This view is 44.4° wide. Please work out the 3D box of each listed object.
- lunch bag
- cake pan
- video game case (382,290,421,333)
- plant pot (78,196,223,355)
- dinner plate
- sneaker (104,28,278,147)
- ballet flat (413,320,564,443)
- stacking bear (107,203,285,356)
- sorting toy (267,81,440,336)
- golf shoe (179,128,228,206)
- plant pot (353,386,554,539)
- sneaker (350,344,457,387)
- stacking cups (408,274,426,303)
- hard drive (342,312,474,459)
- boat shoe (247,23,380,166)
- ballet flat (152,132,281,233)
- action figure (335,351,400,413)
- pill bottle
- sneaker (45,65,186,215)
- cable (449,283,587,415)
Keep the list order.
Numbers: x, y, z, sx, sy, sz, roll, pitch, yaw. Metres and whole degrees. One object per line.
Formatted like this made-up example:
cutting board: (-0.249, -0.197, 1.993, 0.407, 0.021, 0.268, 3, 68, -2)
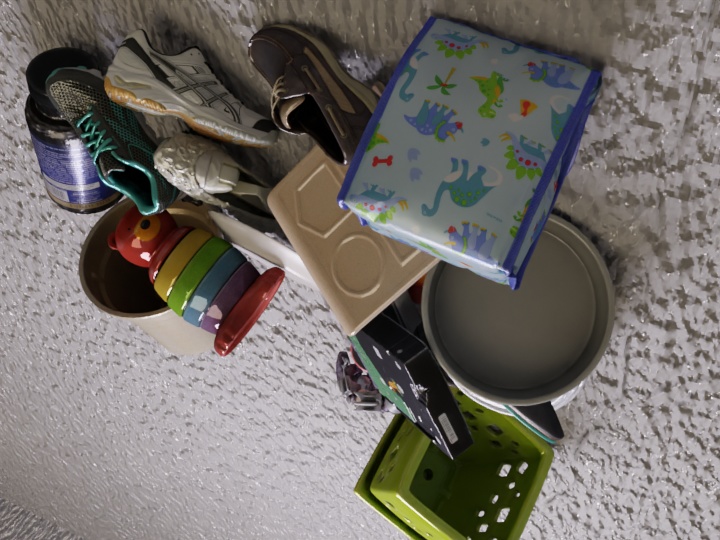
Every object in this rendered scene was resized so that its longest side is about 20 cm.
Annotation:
lunch bag: (0.099, -0.109, 0.778, 0.168, 0.202, 0.127, 22, 178, 15)
cake pan: (0.162, 0.037, 0.919, 0.199, 0.202, 0.037, 29, 180, 4)
video game case: (0.000, 0.000, 1.058, 0.181, 0.023, 0.201, 35, 158, 49)
plant pot: (-0.259, 0.020, 1.226, 0.198, 0.202, 0.184, 17, 154, 21)
dinner plate: (-0.103, -0.016, 1.082, 0.198, 0.024, 0.200, 28, 175, 2)
sneaker: (-0.175, -0.200, 0.974, 0.198, 0.089, 0.075, 20, 172, -22)
ballet flat: (0.149, 0.108, 0.969, 0.199, 0.073, 0.073, 34, 147, 12)
stacking bear: (-0.204, -0.004, 1.051, 0.199, 0.122, 0.114, 37, 168, 1)
sorting toy: (0.007, -0.061, 0.914, 0.200, 0.036, 0.186, -43, 70, 29)
golf shoe: (-0.230, -0.112, 1.120, 0.095, 0.078, 0.199, 47, 144, -21)
plant pot: (0.120, 0.285, 1.239, 0.199, 0.200, 0.181, 40, 152, -13)
sneaker: (0.090, 0.103, 1.158, 0.197, 0.075, 0.087, 8, -176, 10)
stacking cups: (0.081, -0.032, 0.976, 0.060, 0.061, 0.201, 24, 140, 11)
hard drive: (0.045, 0.114, 1.006, 0.141, 0.038, 0.200, 63, 165, -25)
boat shoe: (-0.053, -0.175, 0.868, 0.200, 0.073, 0.075, 41, 146, 27)
ballet flat: (-0.147, -0.102, 1.030, 0.071, 0.073, 0.199, -3, 158, 40)
action figure: (0.024, 0.157, 1.199, 0.128, 0.070, 0.200, 13, 176, -18)
pill bottle: (-0.358, -0.174, 1.112, 0.111, 0.112, 0.201, 24, 145, 11)
sneaker: (-0.275, -0.143, 0.991, 0.077, 0.092, 0.200, -37, 110, 28)
cable: (0.173, 0.077, 1.023, 0.199, 0.069, 0.200, 36, 137, 1)
